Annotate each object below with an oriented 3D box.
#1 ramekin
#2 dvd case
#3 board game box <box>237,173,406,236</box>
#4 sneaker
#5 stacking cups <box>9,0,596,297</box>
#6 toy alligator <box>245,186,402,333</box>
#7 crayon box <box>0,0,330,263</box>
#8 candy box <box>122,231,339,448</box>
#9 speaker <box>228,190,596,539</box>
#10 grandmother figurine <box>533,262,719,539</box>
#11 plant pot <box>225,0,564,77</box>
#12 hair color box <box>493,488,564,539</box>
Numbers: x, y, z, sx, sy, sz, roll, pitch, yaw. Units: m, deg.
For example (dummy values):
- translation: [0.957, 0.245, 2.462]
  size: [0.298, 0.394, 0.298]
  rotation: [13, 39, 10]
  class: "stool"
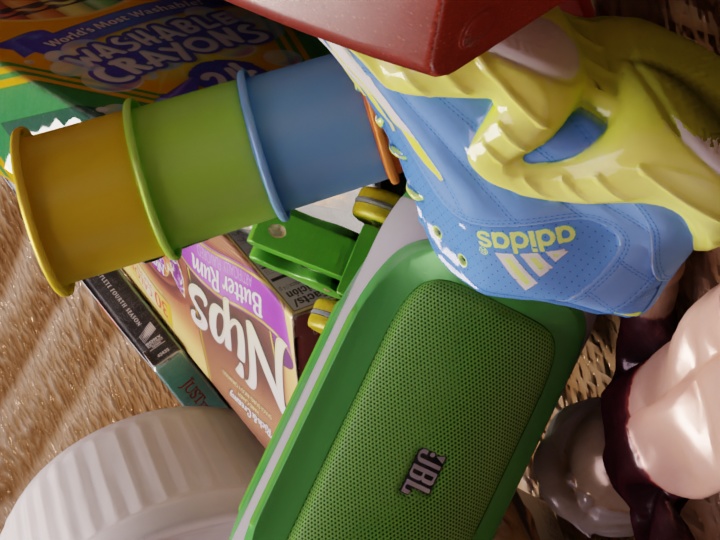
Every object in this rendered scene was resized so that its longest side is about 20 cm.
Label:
- translation: [-0.093, 0.156, 1.181]
  size: [0.203, 0.201, 0.094]
  rotation: [92, 159, -46]
  class: "ramekin"
- translation: [-0.119, 0.029, 1.269]
  size: [0.200, 0.022, 0.146]
  rotation: [46, 173, 42]
  class: "dvd case"
- translation: [-0.052, -0.081, 0.996]
  size: [0.200, 0.028, 0.136]
  rotation: [25, 130, 41]
  class: "board game box"
- translation: [0.024, -0.050, 0.716]
  size: [0.200, 0.076, 0.105]
  rotation: [32, 127, 9]
  class: "sneaker"
- translation: [-0.013, -0.043, 0.782]
  size: [0.061, 0.199, 0.061]
  rotation: [-14, -90, -88]
  class: "stacking cups"
- translation: [0.000, 0.000, 0.924]
  size: [0.199, 0.060, 0.054]
  rotation: [20, 173, 20]
  class: "toy alligator"
- translation: [-0.100, -0.079, 0.920]
  size: [0.200, 0.125, 0.052]
  rotation: [29, 127, 38]
  class: "crayon box"
- translation: [-0.054, 0.001, 1.113]
  size: [0.200, 0.056, 0.117]
  rotation: [49, 151, 42]
  class: "candy box"
- translation: [0.014, 0.067, 0.832]
  size: [0.088, 0.201, 0.088]
  rotation: [25, 179, 1]
  class: "speaker"
- translation: [0.109, 0.054, 0.784]
  size: [0.200, 0.060, 0.122]
  rotation: [133, 144, -70]
  class: "grandmother figurine"
- translation: [0.017, -0.174, 0.617]
  size: [0.176, 0.200, 0.200]
  rotation: [44, 151, 22]
  class: "plant pot"
- translation: [0.062, 0.176, 0.885]
  size: [0.109, 0.065, 0.201]
  rotation: [32, -150, -55]
  class: "hair color box"
